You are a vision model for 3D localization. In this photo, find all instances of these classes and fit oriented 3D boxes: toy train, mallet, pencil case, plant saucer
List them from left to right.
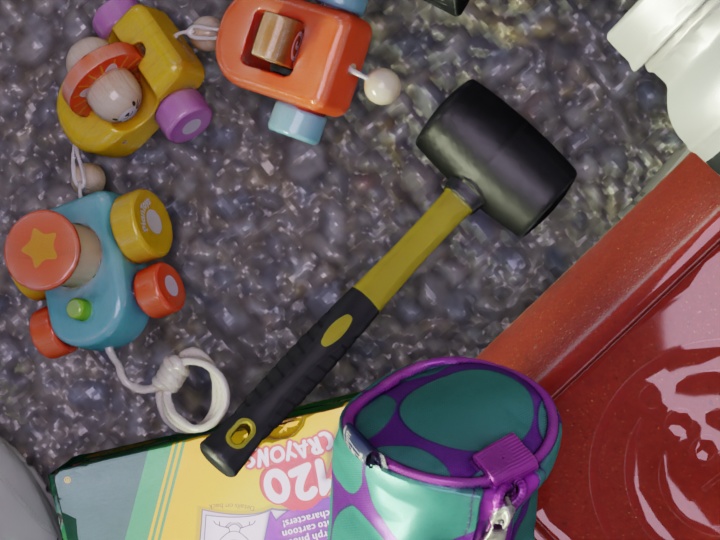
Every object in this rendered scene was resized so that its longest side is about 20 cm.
[{"bbox_3d":[-0.078,-0.042,1.146,0.150,0.056,0.201,25,96,32],"label":"toy train"},{"bbox_3d":[0.000,0.000,1.155,0.200,0.041,0.066,-40,85,-16],"label":"mallet"},{"bbox_3d":[0.028,0.138,1.084,0.085,0.092,0.201,-10,120,-23],"label":"pencil case"},{"bbox_3d":[0.146,0.078,1.108,0.200,0.037,0.200,-44,91,11],"label":"plant saucer"}]

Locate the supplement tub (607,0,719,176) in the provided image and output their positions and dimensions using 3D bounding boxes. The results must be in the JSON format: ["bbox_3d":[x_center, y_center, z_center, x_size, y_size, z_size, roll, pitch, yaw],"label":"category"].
[{"bbox_3d":[0.205,-0.063,1.037,0.200,0.140,0.140,43,93,0],"label":"supplement tub"}]

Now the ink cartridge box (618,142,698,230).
[{"bbox_3d":[0.226,-0.049,1.149,0.145,0.084,0.200,41,94,0],"label":"ink cartridge box"}]

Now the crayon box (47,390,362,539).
[{"bbox_3d":[-0.019,0.117,1.177,0.199,0.058,0.119,-14,92,2],"label":"crayon box"}]

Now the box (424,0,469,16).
[{"bbox_3d":[0.025,-0.215,1.059,0.132,0.115,0.201,27,91,2],"label":"box"}]

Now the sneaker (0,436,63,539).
[{"bbox_3d":[-0.156,0.162,1.170,0.074,0.087,0.201,-10,90,4],"label":"sneaker"}]
